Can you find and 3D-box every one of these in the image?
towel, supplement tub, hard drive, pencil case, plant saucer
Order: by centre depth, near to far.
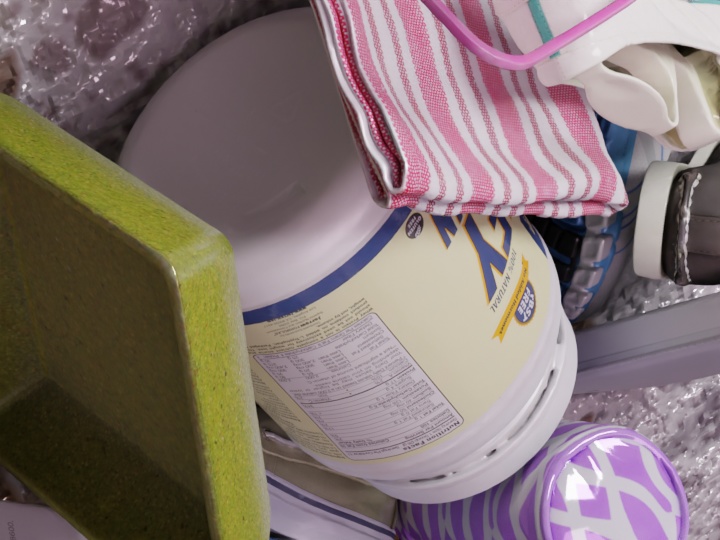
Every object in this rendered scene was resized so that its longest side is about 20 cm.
[{"bbox_3d":[-0.103,0.025,0.820,0.048,0.200,0.201,-31,135,-29],"label":"plant saucer"},{"bbox_3d":[0.043,-0.093,0.832,0.030,0.147,0.200,-23,168,30],"label":"towel"},{"bbox_3d":[0.000,0.000,0.899,0.145,0.145,0.200,-41,135,-1],"label":"supplement tub"},{"bbox_3d":[0.081,0.115,1.002,0.084,0.200,0.086,-38,100,-17],"label":"pencil case"},{"bbox_3d":[0.167,0.034,1.020,0.131,0.200,0.026,-3,81,-32],"label":"hard drive"}]

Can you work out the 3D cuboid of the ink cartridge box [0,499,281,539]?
[{"bbox_3d":[-0.139,0.177,0.940,0.199,0.085,0.144,15,139,-40],"label":"ink cartridge box"}]

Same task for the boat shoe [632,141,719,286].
[{"bbox_3d":[0.182,-0.026,0.997,0.201,0.060,0.072,-22,118,-67],"label":"boat shoe"}]

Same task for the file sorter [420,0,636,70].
[{"bbox_3d":[0.090,-0.186,0.708,0.139,0.125,0.200,-37,170,-50],"label":"file sorter"}]

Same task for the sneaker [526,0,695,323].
[{"bbox_3d":[0.128,-0.064,0.992,0.086,0.075,0.201,-12,127,-34],"label":"sneaker"}]

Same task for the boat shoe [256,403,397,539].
[{"bbox_3d":[-0.057,0.091,0.992,0.200,0.072,0.062,31,65,-42],"label":"boat shoe"}]

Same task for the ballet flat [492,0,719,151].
[{"bbox_3d":[0.124,-0.083,0.873,0.199,0.069,0.070,12,115,-52],"label":"ballet flat"}]
